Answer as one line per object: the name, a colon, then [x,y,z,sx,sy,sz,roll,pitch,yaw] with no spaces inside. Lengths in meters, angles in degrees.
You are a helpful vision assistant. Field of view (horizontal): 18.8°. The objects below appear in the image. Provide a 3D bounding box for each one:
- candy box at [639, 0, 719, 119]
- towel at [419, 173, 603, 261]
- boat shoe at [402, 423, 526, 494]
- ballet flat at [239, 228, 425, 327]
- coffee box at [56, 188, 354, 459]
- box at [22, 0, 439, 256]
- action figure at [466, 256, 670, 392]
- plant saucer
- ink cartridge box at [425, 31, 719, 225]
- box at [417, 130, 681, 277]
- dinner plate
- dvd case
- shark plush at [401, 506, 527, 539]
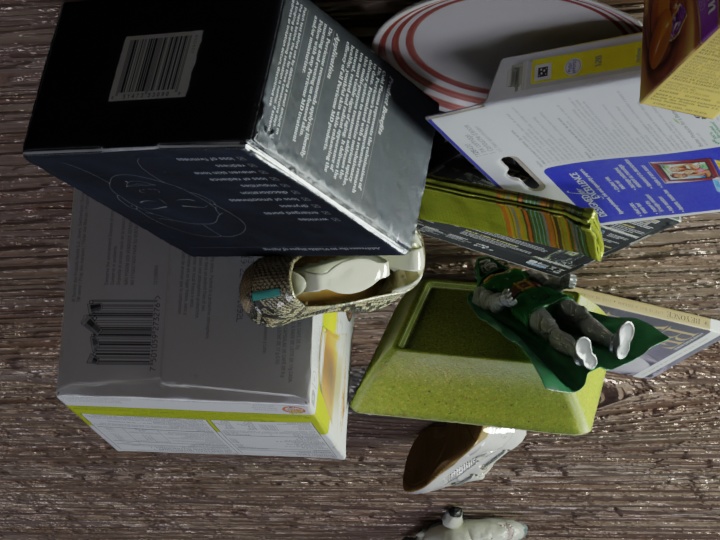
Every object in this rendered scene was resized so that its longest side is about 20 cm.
candy box: [0.225,-0.181,1.247,0.056,0.117,0.200,11,157,-16]
towel: [0.080,-0.043,1.600,0.200,0.018,0.086,13,162,16]
boat shoe: [0.109,0.197,2.294,0.069,0.071,0.200,16,155,-21]
ballet flat: [0.000,0.000,1.608,0.075,0.068,0.200,-9,-175,45]
coffee box: [-0.115,0.033,1.736,0.200,0.200,0.198,1,163,9]
box: [-0.086,-0.097,1.493,0.200,0.124,0.197,0,158,35]
action figure: [0.148,0.032,1.788,0.118,0.055,0.200,-16,-155,-24]
plant saucer: [0.108,0.062,1.836,0.200,0.200,0.048,5,117,12]
ink cartridge box: [0.179,-0.093,1.510,0.200,0.047,0.198,-5,154,30]
box: [0.122,-0.059,1.678,0.200,0.044,0.160,16,156,-27]
dinner plate: [0.108,-0.151,1.477,0.200,0.024,0.200,5,159,2]
dvd case: [0.214,0.055,1.987,0.200,0.016,0.149,12,157,-19]
shark plush: [0.118,0.342,2.675,0.083,0.091,0.200,-17,169,-36]
